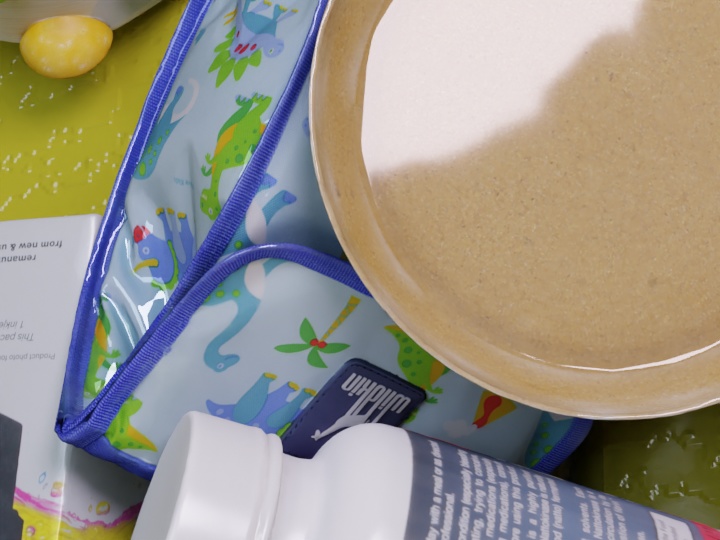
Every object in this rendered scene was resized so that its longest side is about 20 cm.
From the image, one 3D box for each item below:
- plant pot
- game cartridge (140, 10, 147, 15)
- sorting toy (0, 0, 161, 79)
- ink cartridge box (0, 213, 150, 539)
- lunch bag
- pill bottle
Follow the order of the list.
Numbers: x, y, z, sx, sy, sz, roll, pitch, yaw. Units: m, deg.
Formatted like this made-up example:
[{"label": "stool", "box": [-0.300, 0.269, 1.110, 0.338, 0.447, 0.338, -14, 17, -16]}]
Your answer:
[{"label": "plant pot", "box": [0.081, -0.050, 0.874, 0.200, 0.027, 0.200, 1, 83, -6]}, {"label": "game cartridge", "box": [-0.180, -0.188, 1.208, 0.200, 0.032, 0.177, -4, 71, 24]}, {"label": "sorting toy", "box": [-0.110, -0.175, 1.053, 0.200, 0.180, 0.107, -34, 75, -6]}, {"label": "ink cartridge box", "box": [-0.105, 0.097, 1.000, 0.083, 0.146, 0.200, -4, 71, 27]}, {"label": "lunch bag", "box": [0.000, 0.000, 0.951, 0.127, 0.170, 0.200, 19, 84, 61]}, {"label": "pill bottle", "box": [0.024, 0.118, 0.886, 0.200, 0.120, 0.120, 19, 80, -10]}]
